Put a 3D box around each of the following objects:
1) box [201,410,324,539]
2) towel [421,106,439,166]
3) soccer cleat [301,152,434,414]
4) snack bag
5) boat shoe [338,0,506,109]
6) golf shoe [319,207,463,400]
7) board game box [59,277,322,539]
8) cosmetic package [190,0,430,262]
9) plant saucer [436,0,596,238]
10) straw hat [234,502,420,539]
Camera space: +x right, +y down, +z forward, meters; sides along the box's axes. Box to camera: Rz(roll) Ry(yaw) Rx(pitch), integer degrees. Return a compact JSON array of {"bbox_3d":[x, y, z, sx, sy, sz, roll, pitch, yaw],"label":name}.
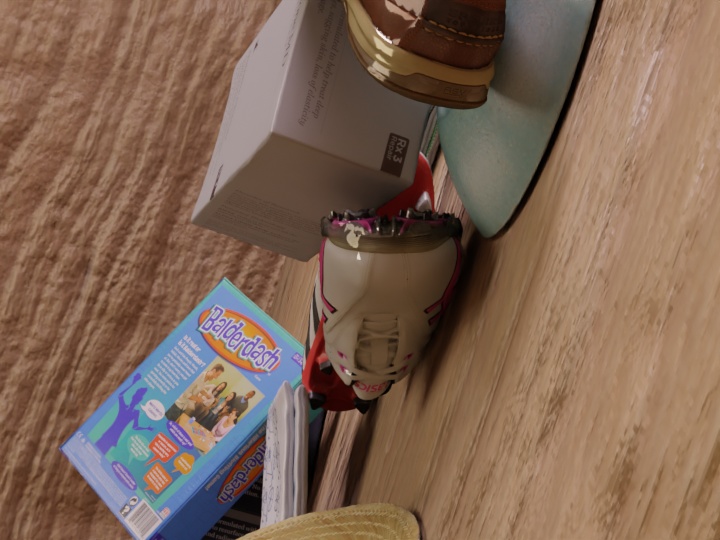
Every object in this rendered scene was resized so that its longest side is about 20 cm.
[{"bbox_3d":[-0.113,0.197,1.299,0.197,0.116,0.201,113,171,-57],"label":"box"},{"bbox_3d":[0.043,-0.131,1.051,0.201,0.030,0.150,-83,11,-58],"label":"towel"},{"bbox_3d":[0.000,0.000,0.934,0.085,0.068,0.201,-97,17,-57],"label":"soccer cleat"},{"bbox_3d":[-0.053,0.183,0.991,0.189,0.021,0.202,130,142,-79],"label":"snack bag"},{"bbox_3d":[0.014,-0.150,0.649,0.201,0.071,0.068,60,137,46],"label":"boat shoe"},{"bbox_3d":[0.015,0.019,0.750,0.200,0.072,0.093,89,-178,-81],"label":"golf shoe"},{"bbox_3d":[-0.131,0.120,1.183,0.200,0.045,0.152,-46,45,-7],"label":"board game box"},{"bbox_3d":[-0.024,-0.084,0.797,0.200,0.080,0.114,142,144,-68],"label":"cosmetic package"},{"bbox_3d":[0.069,-0.117,0.686,0.201,0.038,0.203,-165,90,-85],"label":"plant saucer"},{"bbox_3d":[-0.041,0.194,0.683,0.201,0.200,0.086,-106,-10,-80],"label":"straw hat"}]
